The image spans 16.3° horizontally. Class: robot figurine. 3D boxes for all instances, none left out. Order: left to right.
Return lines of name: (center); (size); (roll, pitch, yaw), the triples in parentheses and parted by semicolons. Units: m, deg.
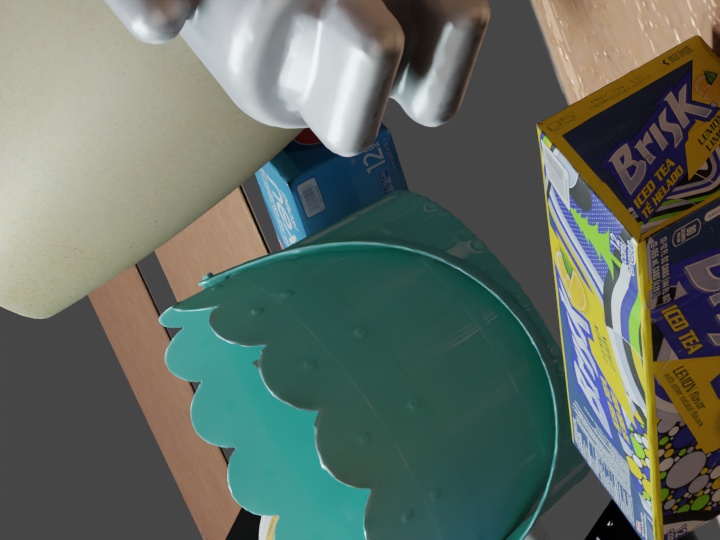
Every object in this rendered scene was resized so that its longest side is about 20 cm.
robot figurine: (-0.033, -0.135, 0.966); (0.200, 0.169, 0.113); (50, 141, 27)

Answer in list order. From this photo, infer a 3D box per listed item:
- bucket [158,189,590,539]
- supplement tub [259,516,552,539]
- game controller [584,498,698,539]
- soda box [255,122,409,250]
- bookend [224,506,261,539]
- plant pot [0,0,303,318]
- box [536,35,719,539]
bucket: (0.011, 0.069, 1.248); (0.207, 0.135, 0.207); (48, 161, 23)
supplement tub: (0.023, 0.176, 1.472); (0.145, 0.144, 0.200); (65, 168, -14)
game controller: (0.117, 0.191, 1.182); (0.104, 0.042, 0.200); (54, 139, 27)
soda box: (0.000, 0.000, 1.372); (0.068, 0.064, 0.201); (48, 161, 50)
bookend: (0.004, 0.222, 1.735); (0.200, 0.198, 0.092); (-64, -37, -46)
plant pot: (-0.132, -0.082, 1.244); (0.187, 0.200, 0.187); (37, -167, -10)
box: (0.113, 0.014, 0.892); (0.064, 0.070, 0.200); (53, 165, 34)
